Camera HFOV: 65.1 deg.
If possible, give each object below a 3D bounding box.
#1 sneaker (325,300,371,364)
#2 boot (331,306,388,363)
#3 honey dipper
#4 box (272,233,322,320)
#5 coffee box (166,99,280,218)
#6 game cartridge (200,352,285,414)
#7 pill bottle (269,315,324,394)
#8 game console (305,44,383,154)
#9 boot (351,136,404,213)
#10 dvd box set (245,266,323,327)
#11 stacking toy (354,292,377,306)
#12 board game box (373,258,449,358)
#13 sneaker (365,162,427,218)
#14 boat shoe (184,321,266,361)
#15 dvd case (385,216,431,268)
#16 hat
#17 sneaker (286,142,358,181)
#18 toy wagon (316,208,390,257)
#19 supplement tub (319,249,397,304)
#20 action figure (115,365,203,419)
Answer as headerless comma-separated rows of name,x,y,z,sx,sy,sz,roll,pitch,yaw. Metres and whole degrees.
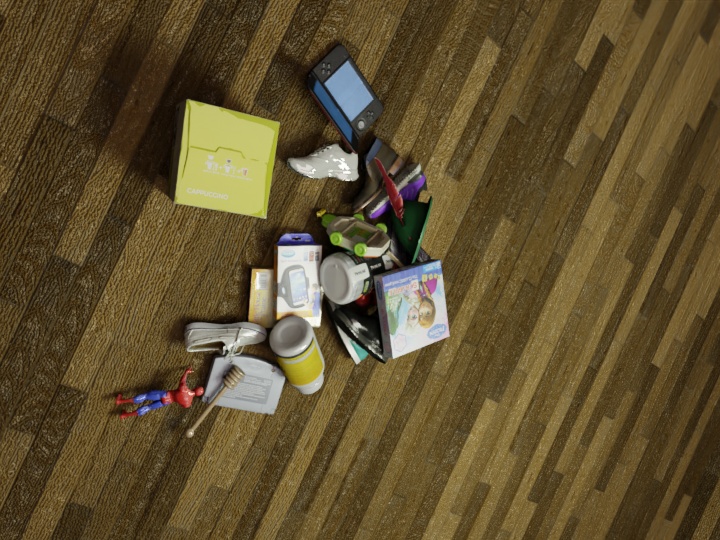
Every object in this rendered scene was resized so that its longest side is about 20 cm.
sneaker,-0.008,0.140,1.494,0.119,0.084,0.204,-32,120,-11
boot,0.034,0.114,1.429,0.211,0.079,0.160,43,72,-29
honey dipper,-0.355,0.319,1.357,0.038,0.038,0.201,42,83,-26
box,-0.155,0.014,1.390,0.115,0.041,0.208,-3,103,-26
coffee box,-0.301,-0.236,1.214,0.193,0.197,0.208,7,98,-25
game cartridge,-0.289,0.281,1.419,0.195,0.040,0.138,18,96,-27
pill bottle,-0.150,0.217,1.402,0.110,0.112,0.204,-30,137,-16
game console,-0.031,-0.413,1.351,0.172,0.118,0.201,-45,116,-10
boot,0.019,-0.245,1.444,0.097,0.074,0.201,44,72,-15
dvd box set,-0.189,0.069,1.424,0.193,0.029,0.152,1,100,-26
stacking toy,0.071,0.054,1.526,0.193,0.085,0.089,-9,105,-16
board game box,0.132,0.092,1.420,0.195,0.041,0.207,-15,101,-33
sneaker,0.105,-0.185,1.490,0.199,0.069,0.101,-41,117,-12
boat shoe,-0.318,0.175,1.341,0.195,0.088,0.075,6,143,-24
dvd case,0.137,-0.034,1.507,0.016,0.151,0.199,-32,120,29
hat,0.081,-0.141,1.429,0.170,0.166,0.207,18,85,0
sneaker,-0.091,-0.268,1.378,0.194,0.074,0.090,-5,110,-33
toy wagon,-0.023,-0.098,1.409,0.195,0.155,0.041,24,120,14
supplement tub,0.000,0.000,1.422,0.197,0.120,0.127,-21,111,-46
action figure,-0.461,0.288,1.330,0.192,0.099,0.068,-9,109,0
